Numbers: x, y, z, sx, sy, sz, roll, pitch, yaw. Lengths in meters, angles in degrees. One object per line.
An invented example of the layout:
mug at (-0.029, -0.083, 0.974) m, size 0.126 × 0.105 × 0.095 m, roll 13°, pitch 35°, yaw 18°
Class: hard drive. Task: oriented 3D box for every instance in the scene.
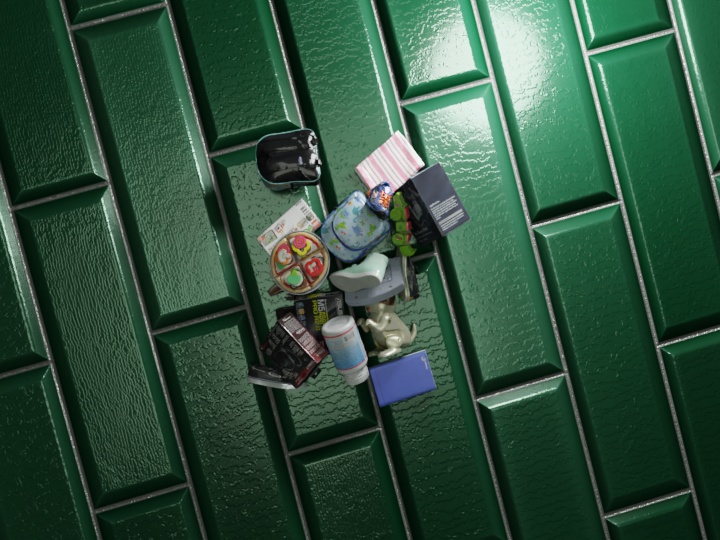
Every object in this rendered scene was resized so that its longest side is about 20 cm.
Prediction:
hard drive at (0.139, 0.358, 1.728) m, size 0.196 × 0.025 × 0.134 m, roll -17°, pitch 91°, yaw -2°

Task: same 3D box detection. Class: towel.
towel at (0.097, -0.342, 1.719) m, size 0.199 × 0.030 × 0.147 m, roll -41°, pitch 93°, yaw -2°

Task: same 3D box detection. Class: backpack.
backpack at (-0.025, -0.131, 1.658) m, size 0.200 × 0.147 × 0.183 m, roll -43°, pitch 89°, yaw 2°
backpack at (-0.231, -0.342, 1.642) m, size 0.196 × 0.153 × 0.180 m, roll -8°, pitch 89°, yaw -12°

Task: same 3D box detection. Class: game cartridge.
game cartridge at (0.043, 0.040, 1.656) m, size 0.197 × 0.135 × 0.041 m, roll -18°, pitch 135°, yaw 16°

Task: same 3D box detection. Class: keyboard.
keyboard at (-0.180, 0.122, 1.699) m, size 0.196 × 0.021 × 0.129 m, roll -8°, pitch 117°, yaw -4°

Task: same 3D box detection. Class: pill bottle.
pill bottle at (-0.041, 0.251, 1.630) m, size 0.107 × 0.109 × 0.203 m, roll -20°, pitch 108°, yaw -2°

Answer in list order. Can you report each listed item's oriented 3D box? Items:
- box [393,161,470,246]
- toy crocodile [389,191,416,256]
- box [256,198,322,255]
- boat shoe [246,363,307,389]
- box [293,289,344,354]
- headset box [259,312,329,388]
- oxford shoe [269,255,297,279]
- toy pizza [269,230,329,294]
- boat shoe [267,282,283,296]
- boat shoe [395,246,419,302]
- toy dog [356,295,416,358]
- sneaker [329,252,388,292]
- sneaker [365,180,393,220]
box at (0.216, -0.202, 1.633) m, size 0.116 × 0.197 × 0.202 m, roll -29°, pitch 91°, yaw -15°
toy crocodile at (0.133, -0.144, 1.628) m, size 0.061 × 0.067 × 0.204 m, roll -2°, pitch 103°, yaw 24°
box at (-0.231, -0.127, 1.703) m, size 0.199 × 0.035 × 0.110 m, roll -41°, pitch 92°, yaw -2°
boat shoe at (-0.268, 0.338, 1.692) m, size 0.196 × 0.072 × 0.069 m, roll 8°, pitch 92°, yaw 5°
box at (-0.125, 0.172, 1.678) m, size 0.157 × 0.044 × 0.204 m, roll -6°, pitch 108°, yaw -2°
headset box at (-0.204, 0.258, 1.638) m, size 0.200 × 0.077 × 0.149 m, roll 43°, pitch 125°, yaw 8°
oxford shoe at (-0.207, -0.033, 1.683) m, size 0.199 × 0.075 × 0.058 m, roll -36°, pitch 61°, yaw -5°
toy pizza at (-0.193, -0.026, 1.629) m, size 0.196 × 0.032 × 0.205 m, roll -1°, pitch 84°, yaw 8°
boat shoe at (-0.205, 0.041, 1.688) m, size 0.197 × 0.076 × 0.073 m, roll -27°, pitch 95°, yaw 0°
boat shoe at (0.155, 0.001, 1.702) m, size 0.061 × 0.075 × 0.204 m, roll -4°, pitch 81°, yaw -17°
toy dog at (0.084, 0.160, 1.671) m, size 0.190 × 0.139 × 0.204 m, roll -17°, pitch 91°, yaw -11°
sneaker at (0.000, 0.000, 1.645) m, size 0.197 × 0.119 × 0.074 m, roll -4°, pitch 131°, yaw 34°
sneaker at (0.063, -0.224, 1.605) m, size 0.075 × 0.201 × 0.078 m, roll 35°, pitch 114°, yaw -23°
